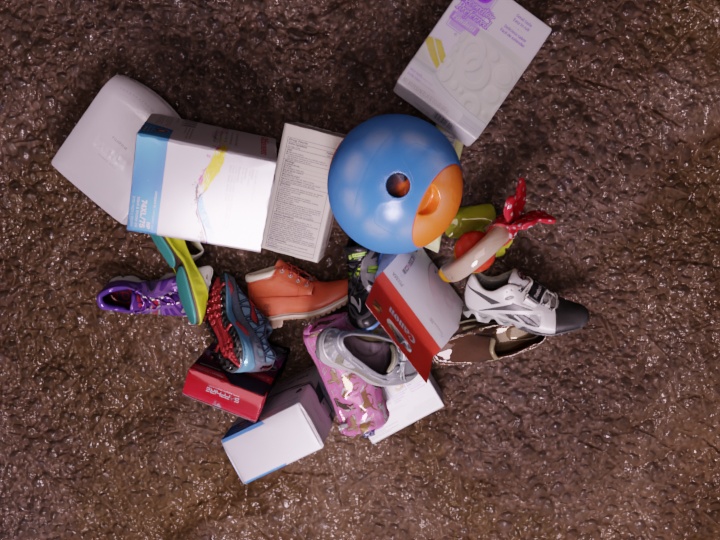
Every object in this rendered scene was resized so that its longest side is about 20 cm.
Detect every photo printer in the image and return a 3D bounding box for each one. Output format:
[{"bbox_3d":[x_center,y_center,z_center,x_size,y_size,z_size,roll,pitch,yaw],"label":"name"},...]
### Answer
[{"bbox_3d":[-0.383,-0.201,1.162,0.166,0.069,0.200,41,103,-4],"label":"photo printer"}]

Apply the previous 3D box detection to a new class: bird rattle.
[{"bbox_3d":[0.195,-0.040,1.077,0.163,0.200,0.113,-45,102,-15],"label":"bird rattle"}]

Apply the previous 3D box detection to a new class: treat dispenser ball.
[{"bbox_3d":[0.050,-0.125,1.039,0.198,0.201,0.203,1,103,5],"label":"treat dispenser ball"}]

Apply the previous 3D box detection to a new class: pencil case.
[{"bbox_3d":[-0.023,0.166,1.144,0.082,0.086,0.202,-18,99,25],"label":"pencil case"}]

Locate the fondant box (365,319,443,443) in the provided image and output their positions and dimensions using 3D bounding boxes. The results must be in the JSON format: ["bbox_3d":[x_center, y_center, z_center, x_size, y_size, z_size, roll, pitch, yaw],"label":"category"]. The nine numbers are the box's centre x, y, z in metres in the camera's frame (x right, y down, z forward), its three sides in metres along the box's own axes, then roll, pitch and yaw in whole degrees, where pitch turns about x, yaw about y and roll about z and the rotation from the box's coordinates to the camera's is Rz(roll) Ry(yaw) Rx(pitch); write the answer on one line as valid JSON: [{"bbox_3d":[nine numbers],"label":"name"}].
[{"bbox_3d":[0.032,0.171,1.211,0.143,0.058,0.201,-29,99,11],"label":"fondant box"}]

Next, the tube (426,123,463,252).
[{"bbox_3d":[0.119,-0.136,1.140,0.051,0.058,0.202,11,104,-12],"label":"tube"}]

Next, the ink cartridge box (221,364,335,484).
[{"bbox_3d":[-0.123,0.244,1.169,0.145,0.200,0.086,-27,98,10],"label":"ink cartridge box"}]

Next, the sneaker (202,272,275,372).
[{"bbox_3d":[-0.193,0.090,1.154,0.095,0.201,0.079,16,126,-39],"label":"sneaker"}]

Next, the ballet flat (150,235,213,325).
[{"bbox_3d":[-0.282,-0.008,1.173,0.067,0.067,0.201,-19,70,-31],"label":"ballet flat"}]

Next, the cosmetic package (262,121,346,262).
[{"bbox_3d":[-0.086,-0.127,1.141,0.102,0.087,0.202,16,105,4],"label":"cosmetic package"}]

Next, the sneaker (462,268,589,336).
[{"bbox_3d":[0.261,0.044,1.121,0.198,0.074,0.089,7,124,14],"label":"sneaker"}]

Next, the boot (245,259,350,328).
[{"bbox_3d":[-0.098,0.028,1.187,0.198,0.075,0.108,-13,96,9],"label":"boot"}]

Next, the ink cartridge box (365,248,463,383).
[{"bbox_3d":[0.089,0.049,1.095,0.057,0.200,0.163,-31,107,22],"label":"ink cartridge box"}]

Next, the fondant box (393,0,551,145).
[{"bbox_3d":[0.164,-0.311,1.057,0.144,0.058,0.201,35,86,-2],"label":"fondant box"}]

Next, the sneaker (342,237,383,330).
[{"bbox_3d":[0.000,0.000,1.119,0.070,0.083,0.202,-12,62,25],"label":"sneaker"}]

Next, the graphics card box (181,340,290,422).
[{"bbox_3d":[-0.195,0.162,1.158,0.124,0.200,0.051,20,105,2],"label":"graphics card box"}]

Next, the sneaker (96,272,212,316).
[{"bbox_3d":[-0.349,0.051,1.208,0.198,0.083,0.082,-4,103,4],"label":"sneaker"}]

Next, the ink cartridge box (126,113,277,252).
[{"bbox_3d":[-0.234,-0.134,1.079,0.198,0.147,0.147,9,111,-11],"label":"ink cartridge box"}]

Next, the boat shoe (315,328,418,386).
[{"bbox_3d":[0.024,0.132,1.094,0.201,0.064,0.075,24,67,-36],"label":"boat shoe"}]

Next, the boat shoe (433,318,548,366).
[{"bbox_3d":[0.210,0.115,1.171,0.200,0.075,0.075,-18,100,9],"label":"boat shoe"}]
